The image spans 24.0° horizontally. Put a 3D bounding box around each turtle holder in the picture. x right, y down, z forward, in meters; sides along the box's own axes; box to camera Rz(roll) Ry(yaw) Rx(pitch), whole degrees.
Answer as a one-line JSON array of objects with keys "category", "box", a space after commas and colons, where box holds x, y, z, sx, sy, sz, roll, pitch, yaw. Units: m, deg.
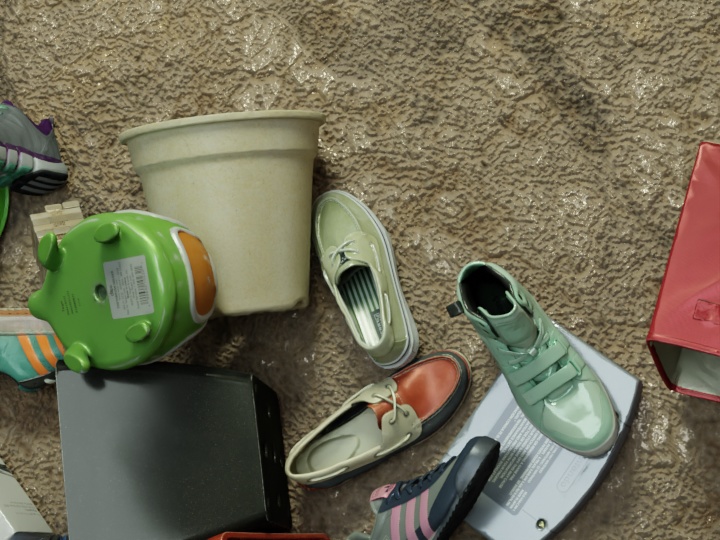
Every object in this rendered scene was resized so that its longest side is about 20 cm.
[{"category": "turtle holder", "box": [-0.210, 0.026, 1.514, 0.186, 0.131, 0.141, -45, 71, 31]}]

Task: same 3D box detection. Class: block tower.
[{"category": "block tower", "box": [-0.281, 0.015, 1.669, 0.054, 0.058, 0.200, -10, 40, -16]}]

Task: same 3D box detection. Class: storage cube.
[{"category": "storage cube", "box": [0.354, 0.017, 1.437, 0.170, 0.200, 0.181, 13, 77, 21]}]

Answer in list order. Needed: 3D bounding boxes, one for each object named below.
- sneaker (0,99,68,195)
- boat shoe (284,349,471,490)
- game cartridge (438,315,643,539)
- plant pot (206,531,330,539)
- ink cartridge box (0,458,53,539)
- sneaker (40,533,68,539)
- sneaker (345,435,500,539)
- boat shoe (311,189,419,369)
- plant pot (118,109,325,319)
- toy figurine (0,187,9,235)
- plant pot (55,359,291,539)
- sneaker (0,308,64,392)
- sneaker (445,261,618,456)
[{"category": "sneaker", "box": [-0.386, -0.136, 1.717, 0.074, 0.200, 0.088, -24, 67, 30]}, {"category": "boat shoe", "box": [0.016, 0.141, 1.594, 0.200, 0.063, 0.071, -35, 69, 8]}, {"category": "game cartridge", "box": [0.165, 0.158, 1.555, 0.133, 0.042, 0.200, 35, 92, 17]}, {"category": "plant pot", "box": [-0.131, 0.357, 1.539, 0.175, 0.200, 0.201, -18, 74, 24]}, {"category": "ink cartridge box", "box": [-0.429, 0.238, 1.712, 0.145, 0.084, 0.200, -44, 70, 6]}, {"category": "sneaker", "box": [-0.327, 0.311, 1.647, 0.199, 0.079, 0.076, -7, 59, -18]}, {"category": "sneaker", "box": [0.051, 0.211, 1.529, 0.082, 0.070, 0.200, 40, 118, 16]}, {"category": "boat shoe", "box": [0.000, 0.000, 1.616, 0.072, 0.062, 0.201, -32, 61, 10]}, {"category": "plant pot", "box": [-0.123, -0.048, 1.624, 0.199, 0.200, 0.185, -7, 89, 17]}, {"category": "toy figurine", "box": [-0.484, -0.054, 1.786, 0.183, 0.150, 0.201, 0, 104, 32]}, {"category": "plant pot", "box": [-0.165, 0.185, 1.585, 0.176, 0.200, 0.201, -8, 77, 7]}, {"category": "sneaker", "box": [-0.306, 0.083, 1.716, 0.199, 0.071, 0.080, 2, 100, 13]}, {"category": "sneaker", "box": [0.148, 0.078, 1.495, 0.074, 0.118, 0.201, -39, 71, 6]}]
